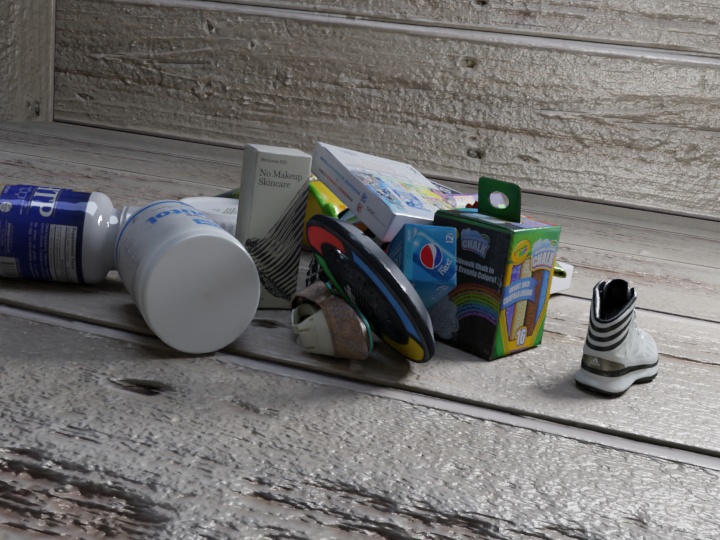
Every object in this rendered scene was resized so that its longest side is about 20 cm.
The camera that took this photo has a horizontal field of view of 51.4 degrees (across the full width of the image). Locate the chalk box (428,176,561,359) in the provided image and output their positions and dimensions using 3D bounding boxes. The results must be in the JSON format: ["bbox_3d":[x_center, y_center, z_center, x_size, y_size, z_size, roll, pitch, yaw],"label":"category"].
[{"bbox_3d":[0.166,-0.012,0.945,0.123,0.206,0.122,19,17,41],"label":"chalk box"}]

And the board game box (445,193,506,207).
[{"bbox_3d":[0.144,-0.071,1.317,0.197,0.058,0.165,-6,-24,-45],"label":"board game box"}]

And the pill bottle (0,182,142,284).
[{"bbox_3d":[-0.380,-0.045,0.974,0.194,0.123,0.120,5,13,-12],"label":"pill bottle"}]

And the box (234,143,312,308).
[{"bbox_3d":[-0.119,-0.057,0.982,0.080,0.206,0.068,1,15,-23],"label":"box"}]

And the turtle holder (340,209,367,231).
[{"bbox_3d":[0.021,-0.053,1.174,0.128,0.144,0.187,-7,35,2],"label":"turtle holder"}]

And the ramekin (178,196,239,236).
[{"bbox_3d":[-0.209,-0.053,1.159,0.196,0.097,0.203,6,13,-1],"label":"ramekin"}]

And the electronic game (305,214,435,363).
[{"bbox_3d":[0.008,0.022,0.816,0.041,0.202,0.199,-40,31,-13],"label":"electronic game"}]

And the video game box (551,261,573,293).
[{"bbox_3d":[0.230,0.000,1.248,0.180,0.048,0.197,21,19,37],"label":"video game box"}]

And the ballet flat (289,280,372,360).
[{"bbox_3d":[-0.042,0.063,0.855,0.066,0.070,0.200,-17,13,-13],"label":"ballet flat"}]

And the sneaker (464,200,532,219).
[{"bbox_3d":[0.221,-0.064,1.123,0.112,0.081,0.200,5,16,-2],"label":"sneaker"}]

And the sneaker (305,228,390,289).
[{"bbox_3d":[0.000,0.000,1.057,0.197,0.079,0.084,-16,-39,43],"label":"sneaker"}]

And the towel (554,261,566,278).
[{"bbox_3d":[0.224,-0.027,1.181,0.140,0.023,0.200,4,15,-14],"label":"towel"}]

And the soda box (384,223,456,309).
[{"bbox_3d":[0.057,0.009,0.904,0.062,0.070,0.200,5,-17,-11],"label":"soda box"}]

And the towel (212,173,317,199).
[{"bbox_3d":[-0.178,-0.141,1.307,0.197,0.023,0.143,-8,14,40],"label":"towel"}]

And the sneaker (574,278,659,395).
[{"bbox_3d":[0.318,0.067,0.885,0.074,0.119,0.199,14,14,32],"label":"sneaker"}]

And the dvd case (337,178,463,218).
[{"bbox_3d":[0.074,-0.106,1.282,0.149,0.025,0.198,-30,-23,30],"label":"dvd case"}]

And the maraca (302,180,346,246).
[{"bbox_3d":[-0.065,-0.090,1.344,0.106,0.139,0.200,-31,32,-12],"label":"maraca"}]

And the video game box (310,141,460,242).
[{"bbox_3d":[0.050,-0.098,1.020,0.197,0.048,0.182,5,29,-46],"label":"video game box"}]

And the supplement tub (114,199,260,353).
[{"bbox_3d":[-0.202,0.000,0.853,0.129,0.136,0.199,0,14,-28],"label":"supplement tub"}]
